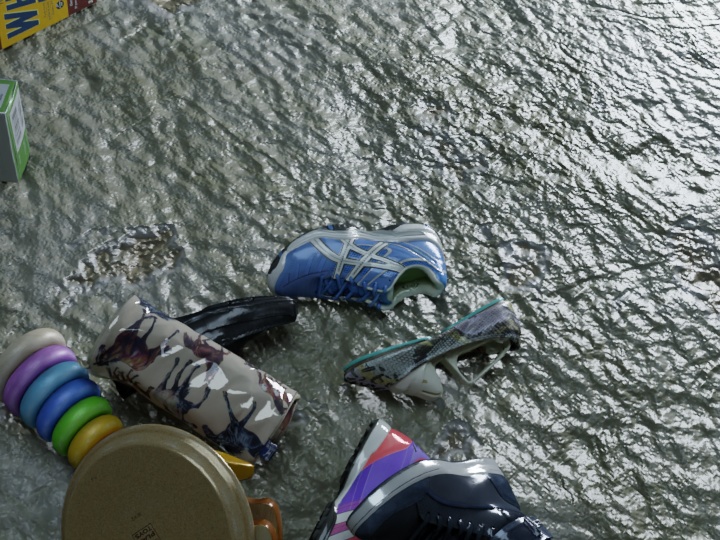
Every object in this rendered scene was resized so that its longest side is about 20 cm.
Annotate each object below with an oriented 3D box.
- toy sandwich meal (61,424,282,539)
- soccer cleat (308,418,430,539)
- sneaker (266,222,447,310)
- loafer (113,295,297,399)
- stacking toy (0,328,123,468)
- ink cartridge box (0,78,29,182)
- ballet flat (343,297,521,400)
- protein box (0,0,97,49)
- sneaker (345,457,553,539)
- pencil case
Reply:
[{"bbox_3d":[-0.159,0.223,1.002,0.203,0.208,0.070,26,9,16],"label":"toy sandwich meal"},{"bbox_3d":[0.001,0.227,1.055,0.072,0.069,0.201,28,52,3],"label":"soccer cleat"},{"bbox_3d":[0.000,0.000,1.236,0.196,0.076,0.078,-10,47,-13],"label":"sneaker"},{"bbox_3d":[-0.154,0.073,1.171,0.197,0.068,0.072,-16,90,-17],"label":"loafer"},{"bbox_3d":[-0.253,0.147,1.090,0.200,0.086,0.085,42,57,18],"label":"stacking toy"},{"bbox_3d":[-0.475,-0.161,1.302,0.196,0.105,0.060,4,48,-2],"label":"ink cartridge box"},{"bbox_3d":[0.080,0.090,1.179,0.198,0.073,0.072,-21,55,-21],"label":"ballet flat"},{"bbox_3d":[-0.474,-0.403,1.486,0.199,0.136,0.198,38,56,24],"label":"protein box"},{"bbox_3d":[0.091,0.238,1.008,0.200,0.077,0.147,0,45,-46],"label":"sneaker"},{"bbox_3d":[-0.158,0.105,1.091,0.198,0.078,0.090,32,74,-6],"label":"pencil case"}]
